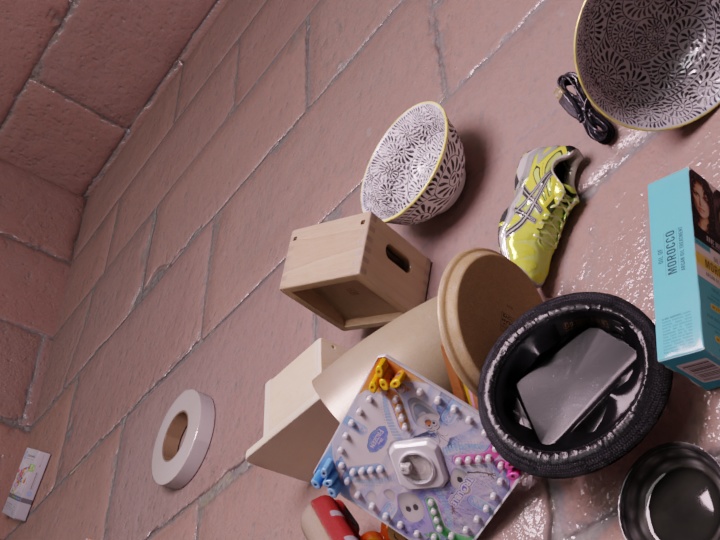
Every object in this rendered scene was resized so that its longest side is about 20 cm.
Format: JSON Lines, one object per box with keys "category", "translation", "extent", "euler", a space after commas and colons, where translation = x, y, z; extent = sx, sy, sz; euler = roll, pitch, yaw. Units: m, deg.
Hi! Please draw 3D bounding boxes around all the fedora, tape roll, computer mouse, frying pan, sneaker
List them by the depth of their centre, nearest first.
{"category": "frying pan", "translation": [0.306, 0.220, 0.742], "extent": [0.190, 0.031, 0.116], "euler": [17, 82, 58]}
{"category": "fedora", "translation": [0.223, 0.124, 0.868], "extent": [0.199, 0.092, 0.202], "euler": [-15, 60, 27]}
{"category": "computer mouse", "translation": [0.337, -0.261, 1.054], "extent": [0.200, 0.044, 0.110], "euler": [-47, 57, 20]}
{"category": "sneaker", "translation": [0.227, -0.074, 1.063], "extent": [0.076, 0.075, 0.201], "euler": [-19, 53, 53]}
{"category": "tape roll", "translation": [-0.363, 0.342, 1.737], "extent": [0.203, 0.037, 0.204], "euler": [-39, 38, 39]}

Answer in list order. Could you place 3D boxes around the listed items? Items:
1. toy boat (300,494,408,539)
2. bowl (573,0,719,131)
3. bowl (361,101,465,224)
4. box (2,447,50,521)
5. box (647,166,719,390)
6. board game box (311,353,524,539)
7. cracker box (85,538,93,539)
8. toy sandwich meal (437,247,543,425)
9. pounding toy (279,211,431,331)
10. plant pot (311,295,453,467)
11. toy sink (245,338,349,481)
{"category": "toy boat", "translation": [0.019, 0.344, 1.050], "extent": [0.130, 0.131, 0.200], "euler": [-35, 29, -8]}
{"category": "bowl", "translation": [0.327, -0.267, 0.958], "extent": [0.201, 0.200, 0.094], "euler": [-54, 14, 17]}
{"category": "bowl", "translation": [0.097, -0.145, 1.298], "extent": [0.200, 0.094, 0.202], "euler": [-38, 38, 37]}
{"category": "box", "translation": [-0.998, 0.636, 2.540], "extent": [0.155, 0.041, 0.201], "euler": [-11, 57, 55]}
{"category": "box", "translation": [0.327, 0.006, 0.826], "extent": [0.049, 0.082, 0.201], "euler": [-27, 46, 45]}
{"category": "board game box", "translation": [0.063, 0.221, 0.948], "extent": [0.201, 0.199, 0.026], "euler": [-63, -8, 28]}
{"category": "cracker box", "translation": [-0.578, 0.686, 1.792], "extent": [0.134, 0.057, 0.200], "euler": [-57, 30, 11]}
{"category": "toy sandwich meal", "translation": [0.144, 0.075, 0.972], "extent": [0.070, 0.204, 0.207], "euler": [-23, 48, 46]}
{"category": "pounding toy", "translation": [0.000, 0.000, 1.294], "extent": [0.183, 0.200, 0.143], "euler": [-11, 57, 38]}
{"category": "plant pot", "translation": [0.073, 0.131, 1.072], "extent": [0.200, 0.187, 0.187], "euler": [-47, 30, 0]}
{"category": "toy sink", "translation": [-0.066, 0.208, 1.261], "extent": [0.200, 0.130, 0.113], "euler": [-43, 35, 34]}
